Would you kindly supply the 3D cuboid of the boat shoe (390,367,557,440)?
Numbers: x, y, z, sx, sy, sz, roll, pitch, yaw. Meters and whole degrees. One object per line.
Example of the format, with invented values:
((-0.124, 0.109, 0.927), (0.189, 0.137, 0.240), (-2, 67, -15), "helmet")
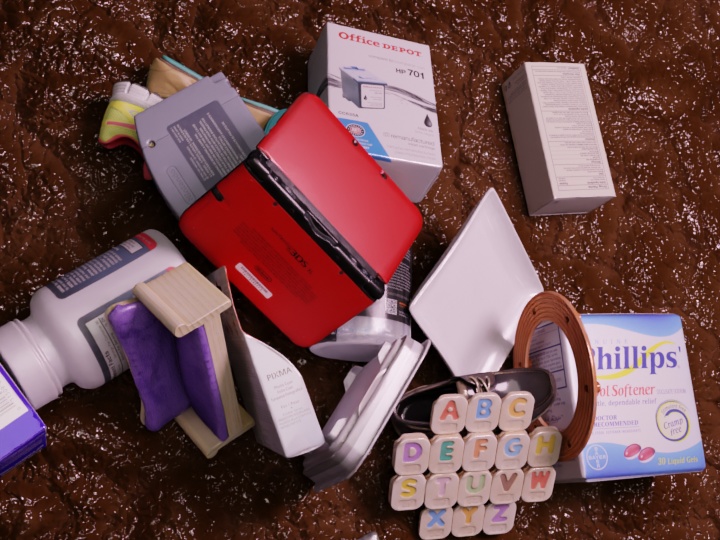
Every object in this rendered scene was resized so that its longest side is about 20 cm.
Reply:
((0.129, 0.157, 1.009), (0.199, 0.073, 0.075), (-18, 70, 10), "boat shoe")

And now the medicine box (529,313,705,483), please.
((0.318, 0.162, 1.106), (0.182, 0.103, 0.201), (0, 75, -20), "medicine box")

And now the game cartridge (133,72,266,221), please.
((-0.157, -0.110, 0.956), (0.133, 0.042, 0.200), (-32, 77, -8), "game cartridge")

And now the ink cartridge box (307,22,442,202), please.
((0.014, -0.197, 1.087), (0.146, 0.086, 0.201), (8, 60, -18), "ink cartridge box")

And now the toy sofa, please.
((-0.179, 0.101, 0.886), (0.097, 0.200, 0.083), (-31, 49, -28), "toy sofa")

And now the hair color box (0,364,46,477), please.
((-0.351, 0.132, 0.817), (0.065, 0.200, 0.109), (-36, 89, -23), "hair color box")

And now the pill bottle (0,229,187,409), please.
((-0.275, 0.053, 0.914), (0.200, 0.120, 0.120), (-32, 87, -25), "pill bottle")

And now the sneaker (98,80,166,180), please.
((-0.215, -0.136, 1.022), (0.200, 0.078, 0.091), (27, 75, -5), "sneaker")

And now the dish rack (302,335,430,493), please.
((-0.004, 0.150, 0.940), (0.043, 0.200, 0.172), (35, 66, -3), "dish rack")

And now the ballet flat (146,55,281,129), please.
((-0.167, -0.194, 1.066), (0.200, 0.069, 0.063), (24, 96, -9), "ballet flat")

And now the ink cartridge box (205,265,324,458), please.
((-0.107, 0.091, 0.925), (0.047, 0.160, 0.201), (-18, 90, -17), "ink cartridge box")

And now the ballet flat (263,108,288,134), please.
((-0.083, -0.092, 1.015), (0.067, 0.064, 0.201), (-7, 64, 2), "ballet flat")

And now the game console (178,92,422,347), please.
((-0.058, -0.051, 0.923), (0.200, 0.172, 0.119), (46, 23, -18), "game console")

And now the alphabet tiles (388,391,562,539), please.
((0.132, 0.228, 0.997), (0.199, 0.015, 0.196), (0, 113, -13), "alphabet tiles")

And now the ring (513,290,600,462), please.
((0.231, 0.124, 1.031), (0.019, 0.200, 0.201), (-3, 76, -15), "ring")

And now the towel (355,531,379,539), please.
((-0.015, 0.420, 0.954), (0.192, 0.035, 0.200), (-25, 82, -27), "towel")

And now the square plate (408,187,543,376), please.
((0.144, 0.034, 1.077), (0.198, 0.028, 0.200), (-54, 132, -25), "square plate")

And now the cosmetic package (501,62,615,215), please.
((0.272, -0.182, 1.207), (0.103, 0.073, 0.201), (-3, 76, -21), "cosmetic package")

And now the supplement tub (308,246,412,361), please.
((0.000, 0.000, 1.027), (0.122, 0.122, 0.201), (8, 73, -18), "supplement tub")
